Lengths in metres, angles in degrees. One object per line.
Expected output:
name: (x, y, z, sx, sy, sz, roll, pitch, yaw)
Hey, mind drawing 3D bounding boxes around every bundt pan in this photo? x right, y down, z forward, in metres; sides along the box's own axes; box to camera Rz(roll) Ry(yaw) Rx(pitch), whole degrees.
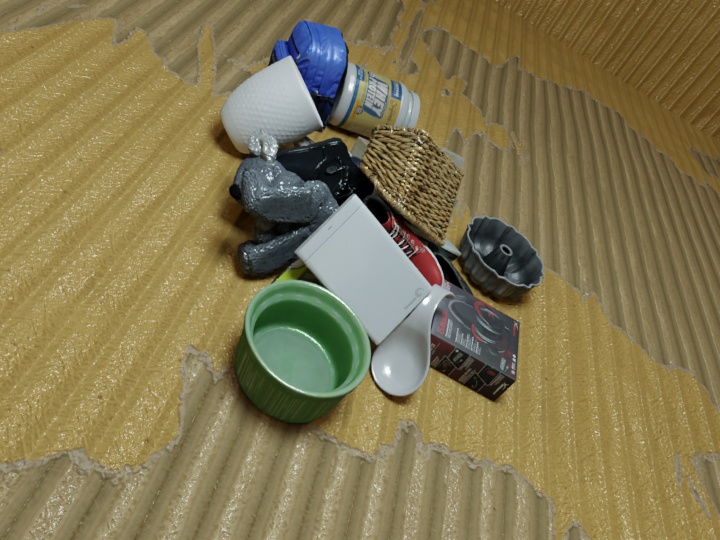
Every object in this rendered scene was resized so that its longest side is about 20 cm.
bundt pan: (0.296, -0.019, 1.352, 0.197, 0.076, 0.205, 19, 41, -17)

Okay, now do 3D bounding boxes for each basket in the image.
basket: (0.079, -0.151, 1.132, 0.140, 0.153, 0.199, 14, -7, 34)

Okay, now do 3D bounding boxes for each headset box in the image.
headset box: (0.187, 0.119, 1.141, 0.197, 0.076, 0.150, 29, 41, -6)

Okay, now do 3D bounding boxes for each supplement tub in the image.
supplement tub: (0.028, -0.392, 1.485, 0.195, 0.146, 0.147, 13, 43, -22)

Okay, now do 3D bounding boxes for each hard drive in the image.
hard drive: (0.008, 0.000, 0.996, 0.201, 0.132, 0.027, 48, -5, -15)

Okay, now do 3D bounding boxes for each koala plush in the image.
koala plush: (-0.153, -0.127, 1.082, 0.180, 0.181, 0.201, -15, 45, -30)

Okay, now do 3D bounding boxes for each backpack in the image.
backpack: (-0.119, -0.441, 1.390, 0.164, 0.201, 0.165, 3, 48, -31)

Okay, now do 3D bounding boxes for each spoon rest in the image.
spoon rest: (0.089, 0.109, 1.030, 0.098, 0.061, 0.203, 25, 77, 23)

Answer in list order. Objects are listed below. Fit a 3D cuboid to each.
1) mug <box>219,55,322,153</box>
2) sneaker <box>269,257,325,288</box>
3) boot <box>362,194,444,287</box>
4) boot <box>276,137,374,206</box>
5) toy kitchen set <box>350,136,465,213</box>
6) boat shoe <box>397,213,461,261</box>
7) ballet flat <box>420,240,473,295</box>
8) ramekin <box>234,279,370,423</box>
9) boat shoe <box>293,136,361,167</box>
mug: (-0.180, -0.316, 1.258, 0.200, 0.172, 0.151, -80, 144, -83)
sneaker: (-0.068, -0.001, 1.030, 0.081, 0.199, 0.074, 47, 4, -6)
boot: (0.072, -0.041, 1.082, 0.201, 0.072, 0.144, 52, 5, 4)
boot: (-0.087, -0.162, 1.157, 0.196, 0.078, 0.169, -21, 44, -8)
toy kitchen set: (0.107, -0.221, 1.348, 0.197, 0.165, 0.181, 14, 27, -40)
boat shoe: (0.122, -0.052, 1.235, 0.197, 0.061, 0.076, 23, 18, -37)
ballet flat: (0.162, 0.013, 1.196, 0.200, 0.067, 0.057, 43, 3, -24)
ramekin: (-0.091, 0.124, 0.929, 0.196, 0.098, 0.203, 19, 42, -18)
boat shoe: (-0.056, -0.218, 1.285, 0.092, 0.075, 0.202, -32, 72, -13)
